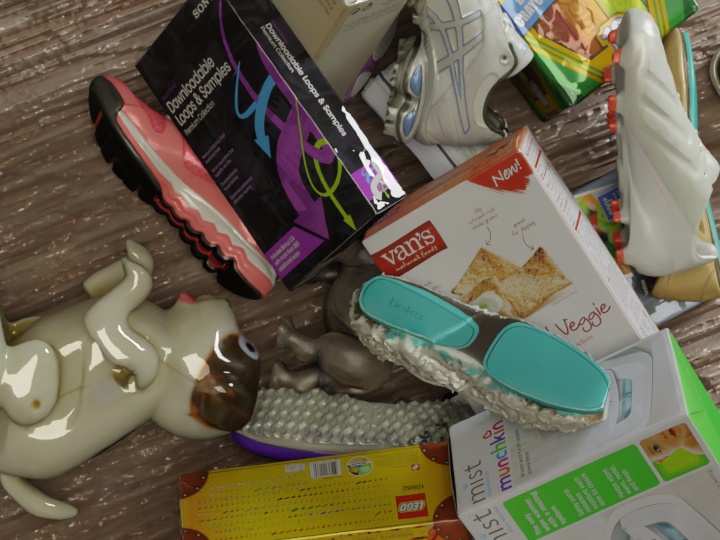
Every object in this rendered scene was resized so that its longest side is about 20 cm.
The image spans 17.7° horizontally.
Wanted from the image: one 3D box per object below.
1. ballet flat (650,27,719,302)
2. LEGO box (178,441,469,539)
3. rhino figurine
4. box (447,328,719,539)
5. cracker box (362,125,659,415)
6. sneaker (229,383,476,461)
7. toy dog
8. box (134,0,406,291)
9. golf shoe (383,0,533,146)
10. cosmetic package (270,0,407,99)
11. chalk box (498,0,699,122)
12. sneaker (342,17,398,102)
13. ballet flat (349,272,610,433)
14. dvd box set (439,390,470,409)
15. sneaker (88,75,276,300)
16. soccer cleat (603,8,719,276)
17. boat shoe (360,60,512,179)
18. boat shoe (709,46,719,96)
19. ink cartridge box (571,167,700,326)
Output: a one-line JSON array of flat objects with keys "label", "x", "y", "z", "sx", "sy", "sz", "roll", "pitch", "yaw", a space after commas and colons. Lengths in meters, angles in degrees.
[{"label": "ballet flat", "x": 0.224, "y": -0.075, "z": 1.686, "sx": 0.062, "sy": 0.069, "sz": 0.202, "roll": -9, "pitch": 87, "yaw": 7}, {"label": "LEGO box", "x": -0.023, "y": 0.209, "z": 1.636, "sx": 0.198, "sy": 0.078, "sz": 0.150, "roll": -7, "pitch": 132, "yaw": -1}, {"label": "rhino figurine", "x": 0.000, "y": 0.000, "z": 1.692, "sx": 0.087, "sy": 0.060, "sz": 0.202, "roll": 14, "pitch": 71, "yaw": 7}, {"label": "box", "x": 0.182, "y": 0.166, "z": 1.600, "sx": 0.175, "sy": 0.097, "sz": 0.201, "roll": -25, "pitch": 125, "yaw": 15}, {"label": "cracker box", "x": 0.111, "y": 0.019, "z": 1.616, "sx": 0.133, "sy": 0.058, "sz": 0.201, "roll": -30, "pitch": 102, "yaw": 20}, {"label": "sneaker", "x": -0.001, "y": 0.145, "z": 1.689, "sx": 0.198, "sy": 0.070, "sz": 0.100, "roll": 7, "pitch": 125, "yaw": 11}, {"label": "toy dog", "x": -0.169, "y": 0.076, "z": 1.639, "sx": 0.198, "sy": 0.140, "sz": 0.196, "roll": -6, "pitch": 91, "yaw": -7}, {"label": "box", "x": -0.067, "y": -0.099, "z": 1.600, "sx": 0.036, "sy": 0.143, "sz": 0.201, "roll": -31, "pitch": 84, "yaw": -35}, {"label": "golf shoe", "x": 0.076, "y": -0.178, "z": 1.604, "sx": 0.096, "sy": 0.079, "sz": 0.201, "roll": 11, "pitch": 123, "yaw": 2}, {"label": "cosmetic package", "x": -0.045, "y": -0.178, "z": 1.613, "sx": 0.073, "sy": 0.200, "sz": 0.104, "roll": -25, "pitch": 73, "yaw": -34}, {"label": "chalk box", "x": 0.130, "y": -0.228, "z": 1.683, "sx": 0.125, "sy": 0.124, "sz": 0.200, "roll": -38, "pitch": 93, "yaw": -6}, {"label": "sneaker", "x": -0.019, "y": -0.225, "z": 1.705, "sx": 0.099, "sy": 0.075, "sz": 0.202, "roll": 7, "pitch": 88, "yaw": 13}, {"label": "ballet flat", "x": 0.082, "y": 0.063, "z": 1.563, "sx": 0.199, "sy": 0.072, "sz": 0.072, "roll": 26, "pitch": 86, "yaw": 21}, {"label": "dvd box set", "x": 0.170, "y": 0.142, "z": 1.696, "sx": 0.146, "sy": 0.029, "sz": 0.201, "roll": -31, "pitch": 97, "yaw": 17}, {"label": "sneaker", "x": -0.117, "y": -0.075, "z": 1.691, "sx": 0.087, "sy": 0.074, "sz": 0.200, "roll": -44, "pitch": 98, "yaw": -19}, {"label": "soccer cleat", "x": 0.211, "y": -0.091, "z": 1.614, "sx": 0.077, "sy": 0.069, "sz": 0.202, "roll": -5, "pitch": 117, "yaw": 4}, {"label": "boat shoe", "x": 0.083, "y": -0.084, "z": 1.676, "sx": 0.067, "sy": 0.074, "sz": 0.200, "roll": -44, "pitch": 76, "yaw": 7}, {"label": "boat shoe", "x": 0.355, "y": -0.113, "z": 1.737, "sx": 0.199, "sy": 0.060, "sz": 0.072, "roll": 34, "pitch": 86, "yaw": -4}, {"label": "ink cartridge box", "x": 0.168, "y": 0.002, "z": 1.727, "sx": 0.199, "sy": 0.042, "sz": 0.120, "roll": -27, "pitch": 91, "yaw": -4}]
